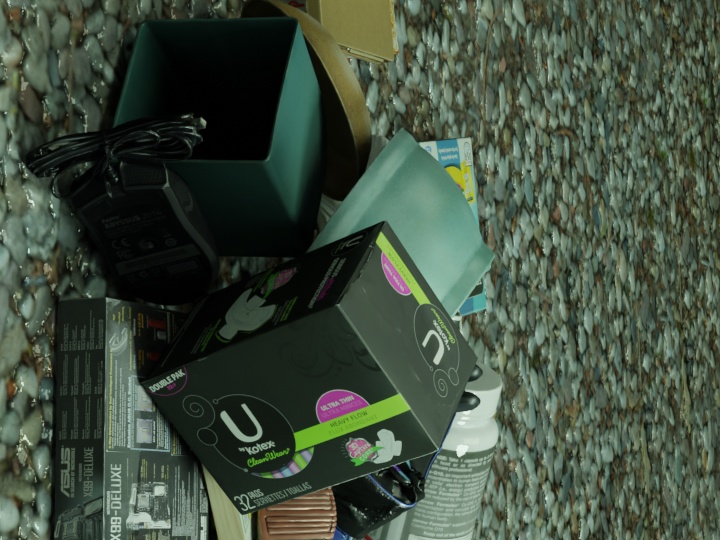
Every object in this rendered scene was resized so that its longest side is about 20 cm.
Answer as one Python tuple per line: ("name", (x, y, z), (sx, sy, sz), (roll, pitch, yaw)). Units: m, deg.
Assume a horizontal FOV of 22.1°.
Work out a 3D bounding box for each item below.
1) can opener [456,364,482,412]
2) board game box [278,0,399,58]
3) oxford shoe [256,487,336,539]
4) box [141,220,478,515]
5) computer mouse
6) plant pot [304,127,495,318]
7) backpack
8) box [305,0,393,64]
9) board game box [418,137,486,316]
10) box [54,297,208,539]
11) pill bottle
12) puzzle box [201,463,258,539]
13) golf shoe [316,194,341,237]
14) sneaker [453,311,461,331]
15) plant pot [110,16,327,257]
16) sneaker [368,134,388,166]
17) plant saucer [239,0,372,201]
("can opener", (0.005, 0.099, 1.558), (0.079, 0.200, 0.063), (56, 42, -69))
("board game box", (-0.026, -0.289, 1.856), (0.200, 0.046, 0.152), (-14, 99, -65))
("oxford shoe", (-0.063, 0.245, 1.578), (0.071, 0.074, 0.200), (7, 63, -20))
("box", (-0.037, 0.079, 1.445), (0.149, 0.200, 0.124), (55, 35, -19))
("computer mouse", (-0.168, -0.052, 1.457), (0.200, 0.138, 0.053), (71, 10, -47))
("plant pot", (0.031, -0.004, 1.599), (0.200, 0.134, 0.200), (-54, 178, -2))
("backpack", (-0.026, 0.126, 1.695), (0.200, 0.135, 0.183), (42, 39, -11))
("box", (-0.016, -0.311, 1.801), (0.163, 0.021, 0.200), (4, 82, -64))
("board game box", (0.086, -0.046, 2.060), (0.151, 0.047, 0.200), (-15, 99, -64))
("box", (-0.179, 0.128, 1.465), (0.158, 0.050, 0.200), (14, 73, -63))
("pill bottle", (0.074, 0.191, 1.847), (0.114, 0.114, 0.200), (-27, 133, -63))
("puzzle box", (-0.097, 0.203, 1.594), (0.133, 0.025, 0.200), (-74, 159, -58))
("golf shoe", (0.000, 0.000, 1.755), (0.078, 0.097, 0.200), (81, -15, -57))
("sneaker", (0.056, 0.079, 1.883), (0.076, 0.080, 0.200), (-42, 150, -71))
("plant pot", (-0.105, -0.098, 1.565), (0.200, 0.141, 0.141), (65, 31, -57))
("sneaker", (0.017, -0.030, 1.877), (0.114, 0.075, 0.200), (47, 46, -55))
("plant saucer", (-0.043, -0.159, 1.652), (0.035, 0.200, 0.200), (-28, 119, -19))
